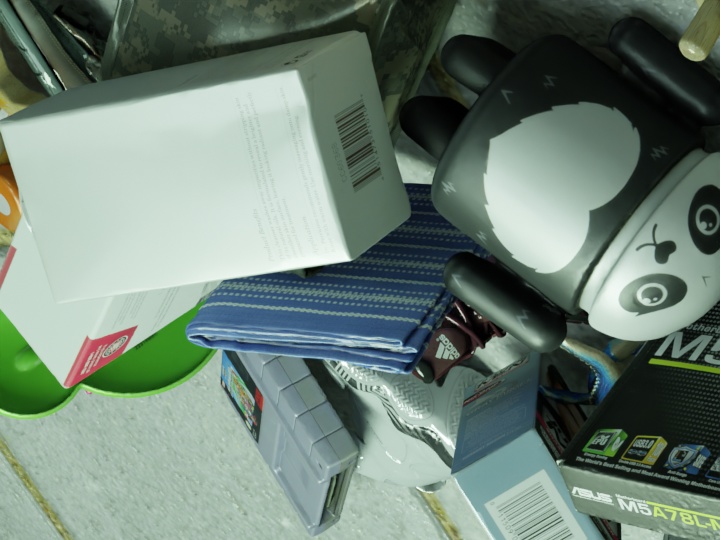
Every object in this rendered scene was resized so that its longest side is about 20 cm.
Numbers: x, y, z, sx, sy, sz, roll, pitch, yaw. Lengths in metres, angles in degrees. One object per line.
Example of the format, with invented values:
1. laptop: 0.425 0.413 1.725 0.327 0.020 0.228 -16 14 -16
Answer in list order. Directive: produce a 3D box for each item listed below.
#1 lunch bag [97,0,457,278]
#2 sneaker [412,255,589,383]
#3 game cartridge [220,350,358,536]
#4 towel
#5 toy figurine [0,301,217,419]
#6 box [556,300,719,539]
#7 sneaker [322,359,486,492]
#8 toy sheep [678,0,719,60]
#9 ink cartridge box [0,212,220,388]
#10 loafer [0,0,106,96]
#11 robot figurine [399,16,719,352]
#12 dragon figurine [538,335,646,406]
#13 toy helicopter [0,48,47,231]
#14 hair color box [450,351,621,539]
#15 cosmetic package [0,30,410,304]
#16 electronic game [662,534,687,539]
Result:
1. lunch bag: -0.056 -0.115 1.507 0.164 0.118 0.200 31 115 16
2. sneaker: 0.087 0.029 1.583 0.200 0.116 0.076 2 131 45
3. game cartridge: -0.052 0.103 1.811 0.130 0.038 0.200 53 166 13
4. towel: 0.000 0.000 1.542 0.145 0.200 0.024 5 119 22
5. toy figurine: -0.198 0.051 1.864 0.150 0.200 0.184 51 160 4
6. box: 0.236 0.070 1.408 0.200 0.193 0.048 11 139 40
7. sneaker: 0.005 0.074 1.758 0.200 0.075 0.115 42 145 -6
8. toy sheep: 0.228 -0.141 1.224 0.200 0.138 0.138 2 131 55
9. ink cartridge box: -0.118 -0.034 1.641 0.083 0.200 0.145 49 149 11
10. loafer: -0.171 -0.120 1.745 0.200 0.063 0.072 57 175 -17
11. robot figurine: 0.119 -0.049 1.439 0.200 0.125 0.150 38 142 13
12. dragon figurine: 0.146 0.077 1.554 0.099 0.200 0.059 -41 70 24
13. toy helicopter: -0.260 -0.130 1.818 0.132 0.079 0.200 17 130 47
14. hair color box: 0.109 0.123 1.598 0.061 0.200 0.099 -31 98 10
15. cosmetic package: -0.086 -0.054 1.433 0.200 0.081 0.113 -6 106 31
16. electronic game: 0.199 0.222 1.627 0.042 0.200 0.200 8 141 6
